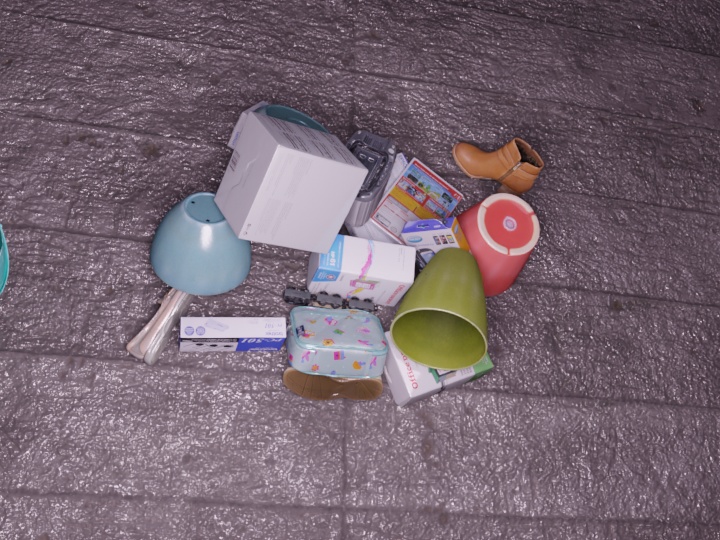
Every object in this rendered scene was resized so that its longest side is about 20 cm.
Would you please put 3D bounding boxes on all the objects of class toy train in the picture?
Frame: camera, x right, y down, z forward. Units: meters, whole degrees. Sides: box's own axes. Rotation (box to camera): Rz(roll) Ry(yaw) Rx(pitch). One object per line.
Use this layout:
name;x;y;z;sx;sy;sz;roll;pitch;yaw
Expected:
toy train;-0.062;0.067;1.616;0.198;0.046;0.034;10;63;-10

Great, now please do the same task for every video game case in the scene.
video game case;0.121;-0.138;1.720;0.143;0.017;0.200;37;64;0

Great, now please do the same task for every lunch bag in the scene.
lunch bag;-0.052;0.134;1.540;0.198;0.078;0.161;7;29;-14

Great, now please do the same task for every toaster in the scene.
toaster;-0.003;-0.181;1.629;0.113;0.129;0.201;22;61;5

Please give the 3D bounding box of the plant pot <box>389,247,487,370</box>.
plant pot;0.168;0.059;1.531;0.186;0.188;0.201;22;50;-5

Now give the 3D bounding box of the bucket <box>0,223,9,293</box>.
bucket;-0.743;-0.019;1.419;0.205;0.135;0.209;5;68;-12

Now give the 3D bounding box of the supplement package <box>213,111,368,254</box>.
supplement package;-0.132;-0.160;1.455;0.199;0.192;0.147;10;29;-38

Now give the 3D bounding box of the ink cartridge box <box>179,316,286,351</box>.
ink cartridge box;-0.249;0.124;1.516;0.198;0.094;0.045;1;68;-14

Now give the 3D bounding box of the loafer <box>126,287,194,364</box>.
loafer;-0.380;0.082;1.515;0.062;0.072;0.201;25;67;4

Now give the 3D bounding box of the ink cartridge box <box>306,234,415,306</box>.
ink cartridge box;0.000;0.000;1.603;0.198;0.145;0.085;8;67;-12

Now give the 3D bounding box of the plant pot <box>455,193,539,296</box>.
plant pot;0.286;-0.065;1.689;0.198;0.177;0.202;6;67;-13

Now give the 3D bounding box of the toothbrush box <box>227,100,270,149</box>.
toothbrush box;-0.161;-0.265;1.662;0.199;0.086;0.147;30;24;0

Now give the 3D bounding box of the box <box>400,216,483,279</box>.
box;0.167;-0.038;1.621;0.201;0.118;0.042;62;40;-33

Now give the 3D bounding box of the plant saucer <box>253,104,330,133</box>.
plant saucer;-0.128;-0.286;1.605;0.199;0.028;0.201;24;27;-13

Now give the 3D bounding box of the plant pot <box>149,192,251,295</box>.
plant pot;-0.303;-0.071;1.520;0.198;0.135;0.201;10;44;-10

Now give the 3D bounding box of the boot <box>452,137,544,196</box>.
boot;0.313;-0.254;1.782;0.200;0.155;0.077;42;65;5

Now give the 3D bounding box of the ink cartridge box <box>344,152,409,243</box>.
ink cartridge box;0.049;-0.146;1.733;0.199;0.043;0.198;-20;75;-25

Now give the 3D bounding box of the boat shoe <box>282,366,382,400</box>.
boat shoe;-0.055;0.211;1.555;0.198;0.073;0.065;5;31;-8

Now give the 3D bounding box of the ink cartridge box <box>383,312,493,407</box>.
ink cartridge box;0.148;0.175;1.606;0.198;0.084;0.147;-17;73;-21
